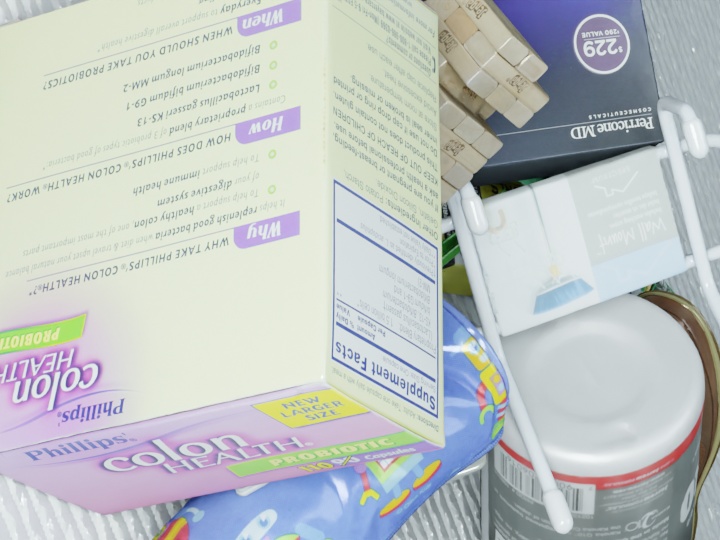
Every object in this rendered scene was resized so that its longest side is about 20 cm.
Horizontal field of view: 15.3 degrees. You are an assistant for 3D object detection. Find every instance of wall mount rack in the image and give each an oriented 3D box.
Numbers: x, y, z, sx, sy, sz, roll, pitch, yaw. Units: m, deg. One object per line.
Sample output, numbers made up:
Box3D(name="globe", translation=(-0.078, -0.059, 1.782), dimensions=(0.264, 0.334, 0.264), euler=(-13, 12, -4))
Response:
Box3D(name="wall mount rack", translation=(0.120, 0.018, 1.282), dimensions=(0.075, 0.199, 0.175), euler=(-134, -154, -74))

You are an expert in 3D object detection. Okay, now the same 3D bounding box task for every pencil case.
Box3D(name="pencil case", translation=(-0.016, 0.100, 1.176), dimensions=(0.087, 0.078, 0.200), euler=(44, 69, -1))

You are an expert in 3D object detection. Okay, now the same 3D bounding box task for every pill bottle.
Box3D(name="pill bottle", translation=(0.118, 0.114, 1.394), dimensions=(0.201, 0.113, 0.114), euler=(86, 13, -50))

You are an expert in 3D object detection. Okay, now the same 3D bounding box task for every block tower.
Box3D(name="block tower", translation=(-0.001, -0.041, 1.224), dimensions=(0.054, 0.200, 0.058), euler=(33, 17, -51))

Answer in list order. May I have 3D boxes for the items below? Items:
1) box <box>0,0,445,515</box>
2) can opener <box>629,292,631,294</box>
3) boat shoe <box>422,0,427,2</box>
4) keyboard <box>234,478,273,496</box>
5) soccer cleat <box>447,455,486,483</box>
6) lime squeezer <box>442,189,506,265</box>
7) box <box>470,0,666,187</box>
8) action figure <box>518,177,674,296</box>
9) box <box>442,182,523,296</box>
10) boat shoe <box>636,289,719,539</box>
Box3D(name="box", translation=(-0.062, -0.017, 1.122), dimensions=(0.097, 0.175, 0.201), euler=(32, 51, -52))
Box3D(name="can opener", translation=(0.110, 0.028, 1.469), dimensions=(0.200, 0.063, 0.079), euler=(100, -7, -65))
Box3D(name="boat shoe", translation=(0.005, -0.124, 1.246), dimensions=(0.072, 0.198, 0.068), euler=(-167, -114, -76))
Box3D(name="keyboard", translation=(-0.052, 0.008, 1.188), dimensions=(0.011, 0.056, 0.201), euler=(36, 28, -45))
Box3D(name="soccer cleat", translation=(-0.012, 0.080, 1.267), dimensions=(0.200, 0.085, 0.069), euler=(18, 63, -58))
Box3D(name="lime squeezer", translation=(0.000, 0.000, 1.344), dimensions=(0.199, 0.038, 0.071), euler=(-8, 103, -44))
Box3D(name="box", translation=(0.037, -0.112, 1.323), dimensions=(0.079, 0.198, 0.142), euler=(159, -79, -75))
Box3D(name="action figure", translation=(0.132, -0.039, 1.511), dimensions=(0.200, 0.054, 0.119), euler=(55, 32, -41))
Box3D(name="box", translation=(0.069, -0.025, 1.493), dimensions=(0.200, 0.050, 0.076), euler=(10, 69, -60))
Box3D(name="boat shoe", translation=(0.162, 0.111, 1.529), dimensions=(0.068, 0.072, 0.201), euler=(-39, 139, -55))
